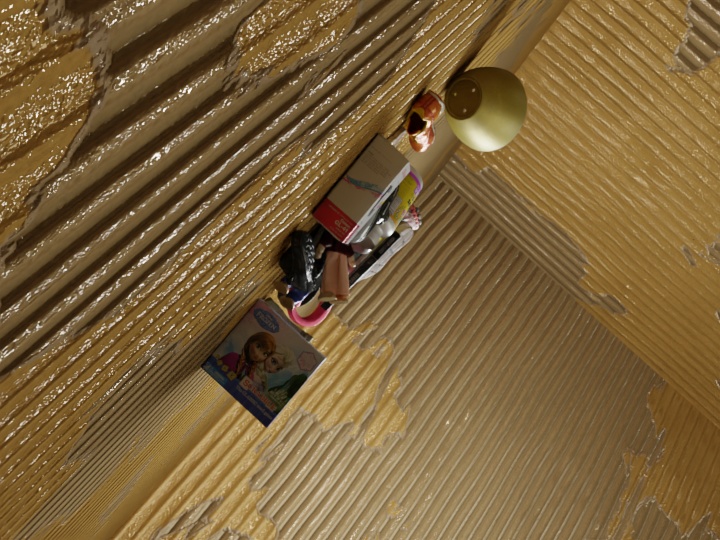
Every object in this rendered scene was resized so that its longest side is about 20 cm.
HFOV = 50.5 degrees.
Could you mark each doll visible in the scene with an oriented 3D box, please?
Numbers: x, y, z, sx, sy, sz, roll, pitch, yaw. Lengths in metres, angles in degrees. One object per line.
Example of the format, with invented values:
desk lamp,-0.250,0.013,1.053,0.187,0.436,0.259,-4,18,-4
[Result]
doll,-0.105,0.012,1.719,0.048,0.138,0.199,7,-146,43

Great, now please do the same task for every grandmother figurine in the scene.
grandmother figurine,-0.048,-0.034,1.601,0.060,0.203,0.121,-6,165,29

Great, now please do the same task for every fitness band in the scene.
fitness band,-0.108,0.035,1.802,0.143,0.037,0.203,10,99,-55

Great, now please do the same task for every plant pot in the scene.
plant pot,0.274,-0.394,1.803,0.141,0.201,0.201,3,134,-54

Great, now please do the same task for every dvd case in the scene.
dvd case,0.000,0.000,1.764,0.200,0.025,0.150,-45,180,34

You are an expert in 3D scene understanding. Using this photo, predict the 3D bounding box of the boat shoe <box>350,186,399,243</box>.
boat shoe,0.035,-0.130,1.615,0.072,0.071,0.201,-6,-132,49

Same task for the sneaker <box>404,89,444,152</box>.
sneaker,0.118,-0.301,1.587,0.077,0.073,0.200,-41,166,-14

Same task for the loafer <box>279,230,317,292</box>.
loafer,-0.123,-0.015,1.470,0.201,0.069,0.069,90,7,-64

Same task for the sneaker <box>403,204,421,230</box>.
sneaker,0.092,-0.173,2.012,0.097,0.201,0.071,-36,-142,-5

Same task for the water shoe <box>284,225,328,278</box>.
water shoe,-0.099,-0.049,1.650,0.078,0.072,0.200,-12,-153,37

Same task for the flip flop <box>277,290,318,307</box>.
flip flop,-0.130,0.013,1.869,0.201,0.081,0.057,-54,-165,-25

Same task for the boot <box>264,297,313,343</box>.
boot,-0.220,0.184,1.747,0.200,0.154,0.072,-49,178,-7

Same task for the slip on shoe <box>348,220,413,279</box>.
slip on shoe,0.042,-0.057,1.912,0.200,0.061,0.076,-42,145,-8

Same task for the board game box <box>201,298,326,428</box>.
board game box,-0.212,0.203,1.680,0.200,0.199,0.041,-50,177,-3

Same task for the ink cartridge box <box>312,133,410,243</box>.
ink cartridge box,0.004,-0.152,1.477,0.200,0.085,0.148,-48,178,3

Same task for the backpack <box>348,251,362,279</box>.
backpack,-0.026,-0.047,1.994,0.162,0.153,0.202,1,-119,58

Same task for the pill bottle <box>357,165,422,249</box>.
pill bottle,0.053,-0.147,1.726,0.201,0.104,0.104,-56,-179,-21

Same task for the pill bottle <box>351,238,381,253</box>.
pill bottle,0.037,-0.145,1.871,0.200,0.112,0.112,-48,178,-23

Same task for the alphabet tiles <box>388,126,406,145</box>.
alphabet tiles,0.032,-0.227,1.666,0.196,0.015,0.200,-48,177,-45
